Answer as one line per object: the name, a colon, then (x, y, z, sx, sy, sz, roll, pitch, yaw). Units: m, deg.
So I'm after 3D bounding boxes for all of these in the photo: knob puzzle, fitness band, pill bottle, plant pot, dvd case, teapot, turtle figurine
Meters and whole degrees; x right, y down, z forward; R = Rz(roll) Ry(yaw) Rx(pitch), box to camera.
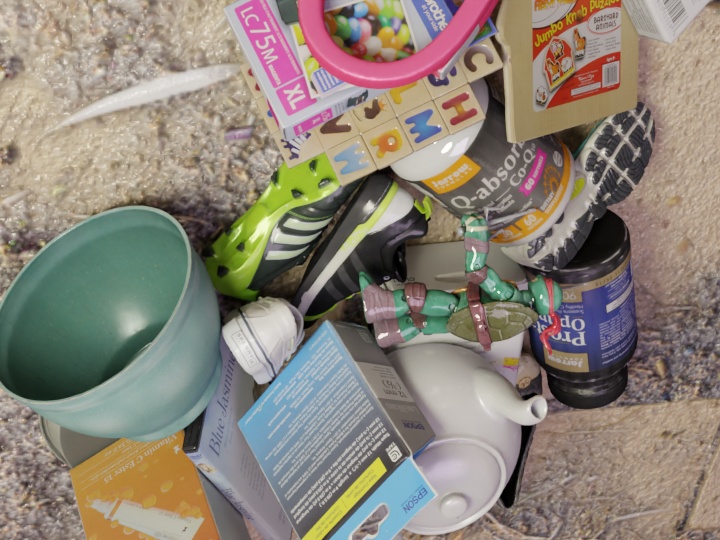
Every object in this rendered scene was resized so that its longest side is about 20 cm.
knob puzzle: (0.179, -0.227, 1.291, 0.219, 0.030, 0.222, -14, 111, -41)
fitness band: (0.037, -0.235, 1.177, 0.201, 0.143, 0.037, -56, 171, -10)
pill bottle: (0.222, 0.040, 1.486, 0.111, 0.112, 0.201, -20, 129, -8)
pill bottle: (0.093, -0.113, 1.316, 0.199, 0.117, 0.116, 32, 108, -37)
plant pot: (-0.200, 0.064, 1.272, 0.199, 0.201, 0.134, -33, 134, 3)
dvd case: (-0.107, 0.160, 1.412, 0.017, 0.144, 0.200, -10, 140, 22)
teapot: (0.067, 0.180, 1.391, 0.196, 0.147, 0.201, -9, 128, -7)
turtle figurine: (0.104, 0.019, 1.307, 0.198, 0.101, 0.150, -10, 137, 6)

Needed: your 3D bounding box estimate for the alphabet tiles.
alphabet tiles: (0.009, -0.170, 1.224, 0.199, 0.167, 0.006, -25, 166, -3)

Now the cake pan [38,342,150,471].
cake pan: (-0.209, 0.136, 1.424, 0.199, 0.037, 0.202, -12, 128, -15)

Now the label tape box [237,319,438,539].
label tape box: (-0.009, 0.166, 1.315, 0.066, 0.201, 0.143, 12, 126, -50)

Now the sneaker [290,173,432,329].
sneaker: (0.000, 0.000, 1.353, 0.082, 0.072, 0.200, 31, 130, -7)

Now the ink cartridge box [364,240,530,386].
ink cartridge box: (0.080, 0.075, 1.468, 0.146, 0.086, 0.201, -6, 126, -15)

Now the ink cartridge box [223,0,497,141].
ink cartridge box: (0.001, -0.205, 1.211, 0.199, 0.120, 0.042, -26, 167, -5)

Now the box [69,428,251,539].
box: (-0.178, 0.245, 1.360, 0.124, 0.200, 0.098, -32, 131, 2)

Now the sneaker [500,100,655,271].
sneaker: (0.203, -0.090, 1.407, 0.200, 0.080, 0.078, -46, 125, -11)

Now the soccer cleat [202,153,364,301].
soccer cleat: (-0.058, -0.050, 1.341, 0.200, 0.068, 0.081, -42, 145, 13)

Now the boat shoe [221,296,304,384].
boat shoe: (-0.080, 0.060, 1.333, 0.066, 0.200, 0.074, -30, 94, -3)

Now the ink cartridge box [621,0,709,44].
ink cartridge box: (0.276, -0.329, 1.284, 0.174, 0.043, 0.200, -47, 131, -11)

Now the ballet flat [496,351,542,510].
ballet flat: (0.169, 0.172, 1.596, 0.066, 0.057, 0.201, -10, 127, -17)
